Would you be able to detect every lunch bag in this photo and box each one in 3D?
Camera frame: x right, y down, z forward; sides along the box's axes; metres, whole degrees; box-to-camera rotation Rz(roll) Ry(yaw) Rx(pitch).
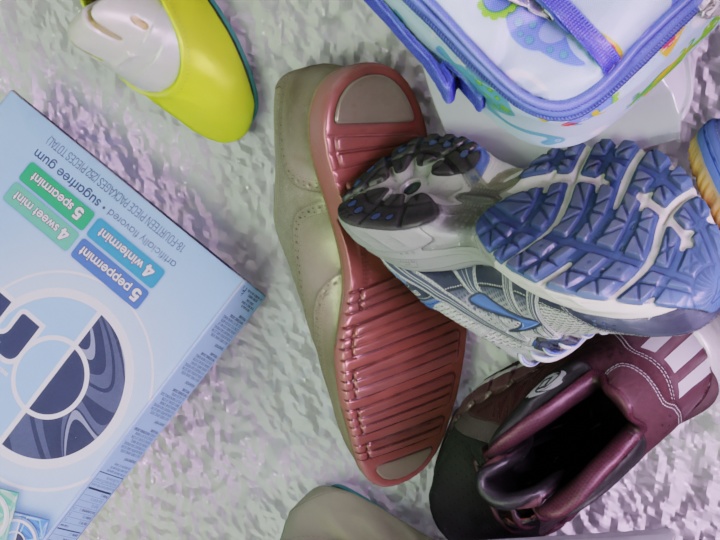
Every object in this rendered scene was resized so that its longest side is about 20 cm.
[{"bbox_3d":[0.056,-0.155,0.703,0.161,0.082,0.200,-43,80,-1],"label":"lunch bag"}]

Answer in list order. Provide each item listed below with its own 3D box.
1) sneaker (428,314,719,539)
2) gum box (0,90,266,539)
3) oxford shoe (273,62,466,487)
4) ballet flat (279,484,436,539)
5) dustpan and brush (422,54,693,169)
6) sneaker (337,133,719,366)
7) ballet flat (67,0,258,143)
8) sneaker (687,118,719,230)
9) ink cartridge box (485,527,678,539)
[{"bbox_3d":[0.069,0.082,0.842,0.076,0.115,0.200,50,133,7],"label":"sneaker"},{"bbox_3d":[-0.175,0.038,0.987,0.169,0.045,0.201,37,87,18],"label":"gum box"},{"bbox_3d":[0.000,0.000,0.899,0.074,0.070,0.202,16,115,54],"label":"oxford shoe"},{"bbox_3d":[0.037,0.168,0.946,0.199,0.069,0.070,19,123,31],"label":"ballet flat"},{"bbox_3d":[0.059,-0.144,0.787,0.139,0.057,0.201,-11,111,53],"label":"dustpan and brush"},{"bbox_3d":[0.080,-0.002,0.787,0.199,0.077,0.085,18,148,52],"label":"sneaker"},{"bbox_3d":[-0.122,-0.142,0.918,0.067,0.067,0.201,-25,95,43],"label":"ballet flat"},{"bbox_3d":[0.214,0.001,0.726,0.200,0.075,0.088,46,116,8],"label":"sneaker"},{"bbox_3d":[0.081,0.206,0.882,0.196,0.047,0.201,-9,122,29],"label":"ink cartridge box"}]
